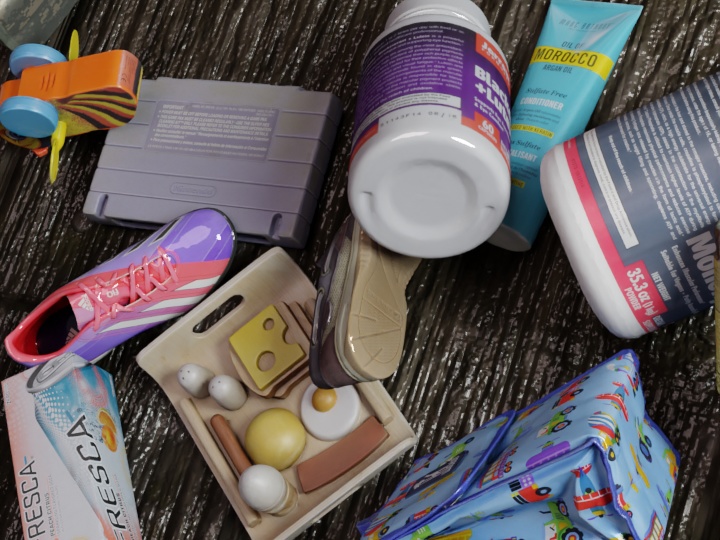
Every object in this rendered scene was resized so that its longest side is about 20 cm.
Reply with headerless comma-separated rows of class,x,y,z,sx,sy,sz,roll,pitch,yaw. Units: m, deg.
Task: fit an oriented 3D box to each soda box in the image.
soda box,-0.213,0.167,1.203,0.068,0.064,0.201,-23,62,14

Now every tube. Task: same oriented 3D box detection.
tube,0.138,-0.112,1.174,0.077,0.050,0.200,15,72,31

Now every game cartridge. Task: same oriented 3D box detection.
game cartridge,-0.118,-0.090,1.285,0.199,0.038,0.130,8,69,27

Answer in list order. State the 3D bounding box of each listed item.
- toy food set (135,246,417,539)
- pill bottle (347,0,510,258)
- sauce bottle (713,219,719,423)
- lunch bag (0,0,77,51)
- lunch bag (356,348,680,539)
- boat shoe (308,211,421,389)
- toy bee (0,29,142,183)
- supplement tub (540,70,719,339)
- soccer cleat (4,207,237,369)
toy food set,-0.066,0.095,1.168,0.143,0.060,0.200,-38,60,6
pill bottle,0.052,-0.112,1.143,0.111,0.112,0.200,-16,38,18
sauce bottle,0.250,0.064,0.982,0.065,0.065,0.201,3,113,25
lunch bag,-0.331,-0.305,1.403,0.200,0.118,0.164,35,85,14
lunch bag,0.090,0.145,1.026,0.200,0.151,0.094,-21,101,22
boat shoe,0.000,0.000,1.155,0.065,0.072,0.200,-22,42,33
toy bee,-0.261,-0.140,1.327,0.200,0.109,0.131,18,72,24
supplement tub,0.231,-0.052,1.049,0.200,0.140,0.141,-24,61,14
soccer cleat,-0.183,0.018,1.233,0.200,0.073,0.068,-32,78,14
